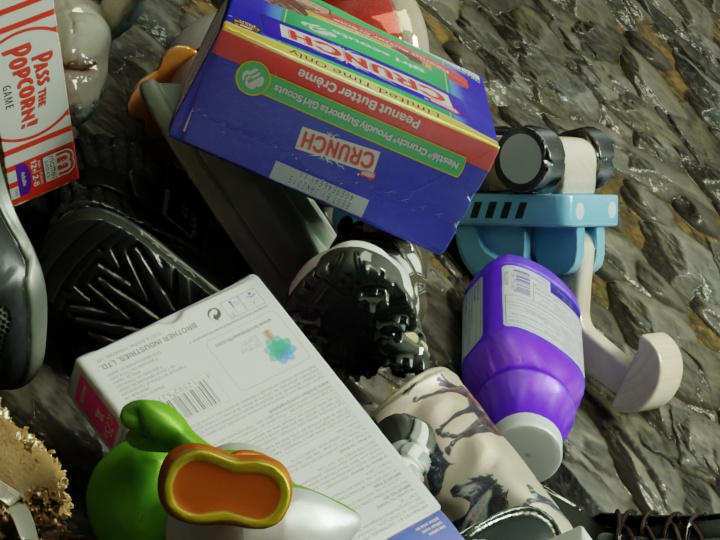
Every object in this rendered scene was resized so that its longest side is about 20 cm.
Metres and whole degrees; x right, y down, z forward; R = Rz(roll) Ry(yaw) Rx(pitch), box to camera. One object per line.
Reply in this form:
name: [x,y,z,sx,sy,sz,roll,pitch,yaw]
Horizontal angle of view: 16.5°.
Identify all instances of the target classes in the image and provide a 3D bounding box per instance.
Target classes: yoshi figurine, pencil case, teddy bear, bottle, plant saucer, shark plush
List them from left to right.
teddy bear: [-0.187,0.109,1.180,0.200,0.067,0.145,49,30,0]
shark plush: [-0.187,-0.115,1.463,0.091,0.200,0.084,-4,87,-24]
yoshi figurine: [-0.079,0.115,1.119,0.112,0.112,0.200,42,-3,-5]
plant saucer: [-0.060,-0.043,1.511,0.200,0.050,0.200,55,2,-3]
pencil case: [0.074,0.156,1.442,0.200,0.089,0.078,52,-5,21]
bottle: [0.108,0.067,1.647,0.083,0.065,0.200,33,26,-16]

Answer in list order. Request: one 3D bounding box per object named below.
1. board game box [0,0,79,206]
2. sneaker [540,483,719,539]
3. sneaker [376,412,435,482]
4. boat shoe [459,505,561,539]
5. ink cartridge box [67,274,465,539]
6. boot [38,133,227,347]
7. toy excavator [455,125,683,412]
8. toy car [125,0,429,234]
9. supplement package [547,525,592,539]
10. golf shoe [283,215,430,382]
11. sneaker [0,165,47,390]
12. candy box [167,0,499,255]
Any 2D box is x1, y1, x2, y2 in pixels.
board game box: [-0.231,-0.151,1.381,0.046,0.152,0.200,-25,46,-24]
sneaker: [0.172,0.165,1.530,0.200,0.106,0.075,37,25,-9]
sneaker: [-0.037,0.118,1.328,0.115,0.075,0.200,34,37,-2]
boat shoe: [0.056,0.181,1.319,0.076,0.060,0.200,37,45,9]
ink cartridge box: [-0.046,0.103,1.267,0.119,0.042,0.200,-25,62,-32]
boot: [-0.100,0.016,1.422,0.211,0.079,0.158,48,9,-17]
toy excavator: [0.141,-0.004,1.782,0.194,0.201,0.100,3,4,34]
toy car: [-0.064,-0.112,1.641,0.200,0.177,0.185,-6,53,-21]
supplement package: [0.110,0.245,1.217,0.200,0.117,0.117,52,21,-34]
golf shoe: [0.000,0.000,1.414,0.078,0.095,0.200,3,-14,5]
sneaker: [-0.225,-0.015,1.245,0.076,0.200,0.114,10,34,36]
candy box: [-0.014,-0.096,1.433,0.169,0.077,0.200,24,16,-7]
